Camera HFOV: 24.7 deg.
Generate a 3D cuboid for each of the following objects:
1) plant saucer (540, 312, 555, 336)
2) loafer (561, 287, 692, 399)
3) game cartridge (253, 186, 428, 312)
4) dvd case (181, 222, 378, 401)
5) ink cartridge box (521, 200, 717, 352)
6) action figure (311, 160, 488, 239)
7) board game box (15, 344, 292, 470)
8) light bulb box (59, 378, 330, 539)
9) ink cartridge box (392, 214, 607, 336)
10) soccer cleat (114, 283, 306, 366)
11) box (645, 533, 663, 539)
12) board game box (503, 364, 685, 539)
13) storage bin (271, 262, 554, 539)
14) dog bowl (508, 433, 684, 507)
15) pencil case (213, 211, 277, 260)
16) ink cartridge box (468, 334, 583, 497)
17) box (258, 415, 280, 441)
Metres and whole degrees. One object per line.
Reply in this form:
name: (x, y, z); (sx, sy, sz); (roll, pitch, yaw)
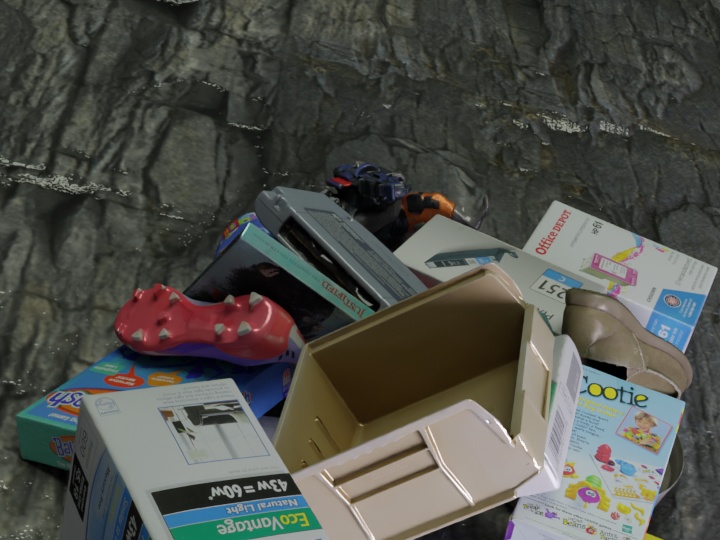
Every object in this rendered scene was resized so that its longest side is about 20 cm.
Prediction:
plant saucer: (0.090, 0.100, 1.510); (0.199, 0.019, 0.070); (-22, 57, -1)
loafer: (0.243, 0.081, 1.545); (0.076, 0.068, 0.200); (15, -15, 47)
game cartridge: (0.000, 0.000, 1.520); (0.200, 0.042, 0.133); (45, 13, 21)
dvd case: (-0.079, 0.042, 1.440); (0.146, 0.200, 0.022); (36, 59, -10)
ink cartridge box: (0.265, 0.022, 1.760); (0.199, 0.085, 0.145); (22, 33, 11)
action figure: (0.037, -0.058, 1.766); (0.192, 0.106, 0.200); (4, 9, -10)
board game box: (-0.173, 0.114, 1.413); (0.151, 0.045, 0.200); (10, 27, 28)
light bulb box: (-0.123, 0.219, 1.173); (0.124, 0.199, 0.200); (-6, 37, -28)
ink cartridge box: (0.109, 0.038, 1.576); (0.199, 0.045, 0.176); (24, 43, 25)
soccer cleat: (-0.134, 0.055, 1.426); (0.199, 0.076, 0.067); (-2, 55, 41)
box: (0.230, 0.273, 1.395); (0.199, 0.049, 0.117); (23, 34, 6)
board game box: (0.188, 0.189, 1.354); (0.104, 0.104, 0.200); (20, 40, 11)
storage bin: (0.043, 0.109, 1.273); (0.094, 0.198, 0.200); (56, 23, -20)
dog bowl: (0.198, 0.167, 1.532); (0.198, 0.059, 0.201); (12, 32, -8)
pencil case: (-0.097, -0.005, 1.576); (0.086, 0.078, 0.200); (-30, 11, 1)
ink cartridge box: (0.077, 0.133, 1.350); (0.199, 0.050, 0.161); (-13, 28, 22)
box: (-0.036, 0.204, 1.384); (0.155, 0.041, 0.201); (7, 34, -13)
